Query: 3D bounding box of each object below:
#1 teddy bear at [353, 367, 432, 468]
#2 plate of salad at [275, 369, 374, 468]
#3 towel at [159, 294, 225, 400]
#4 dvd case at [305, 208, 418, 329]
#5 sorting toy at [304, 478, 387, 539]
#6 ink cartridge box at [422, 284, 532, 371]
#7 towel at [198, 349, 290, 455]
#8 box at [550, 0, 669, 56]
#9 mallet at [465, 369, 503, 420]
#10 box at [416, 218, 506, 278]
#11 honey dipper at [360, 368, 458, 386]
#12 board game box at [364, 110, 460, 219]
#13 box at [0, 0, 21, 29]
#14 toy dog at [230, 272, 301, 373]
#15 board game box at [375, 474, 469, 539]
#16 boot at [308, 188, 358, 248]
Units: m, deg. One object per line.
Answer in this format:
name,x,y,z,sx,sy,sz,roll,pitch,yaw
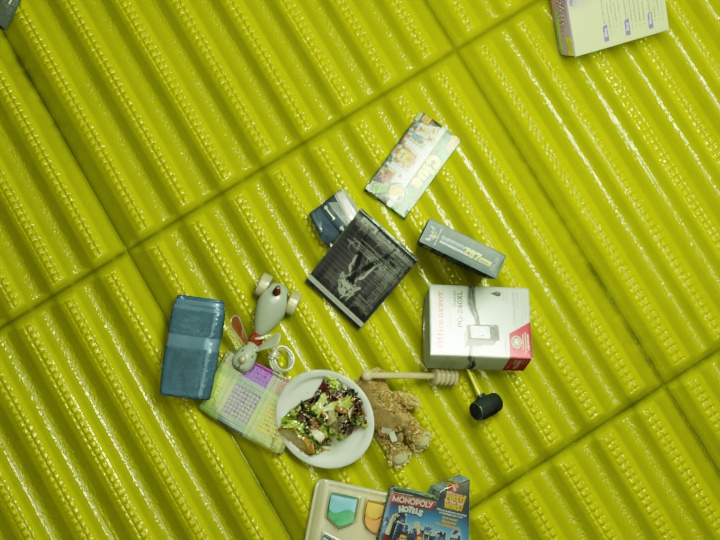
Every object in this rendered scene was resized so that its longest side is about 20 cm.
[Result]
teddy bear,0.053,0.289,1.532,0.199,0.067,0.146,37,97,-2
plate of salad,-0.072,0.290,1.493,0.198,0.048,0.202,3,101,13
towel,-0.331,0.152,1.544,0.110,0.049,0.202,8,83,10
dvd case,0.000,0.000,1.527,0.148,0.016,0.200,41,117,4
sorting toy,-0.007,0.518,1.520,0.198,0.036,0.187,11,85,1
ink cartridge box,0.223,0.111,1.509,0.198,0.084,0.147,2,68,-2
towel,-0.208,0.263,1.551,0.199,0.023,0.145,27,87,3
box,0.489,-0.541,1.548,0.198,0.097,0.178,-17,109,-2
mallet,0.223,0.195,1.547,0.065,0.041,0.202,-7,70,-34
box,0.187,-0.039,1.484,0.156,0.200,0.051,25,91,3
honey dipper,0.095,0.204,1.510,0.198,0.038,0.038,4,85,-22
board game box,0.107,-0.215,1.590,0.104,0.023,0.201,35,86,1
box,-0.806,-0.597,1.580,0.199,0.122,0.107,27,85,2
toy dog,-0.186,0.100,1.518,0.130,0.096,0.202,6,77,-2
board game box,0.130,0.483,1.493,0.198,0.062,0.202,17,81,-12
boot,-0.019,-0.056,1.561,0.090,0.073,0.201,-33,83,11
